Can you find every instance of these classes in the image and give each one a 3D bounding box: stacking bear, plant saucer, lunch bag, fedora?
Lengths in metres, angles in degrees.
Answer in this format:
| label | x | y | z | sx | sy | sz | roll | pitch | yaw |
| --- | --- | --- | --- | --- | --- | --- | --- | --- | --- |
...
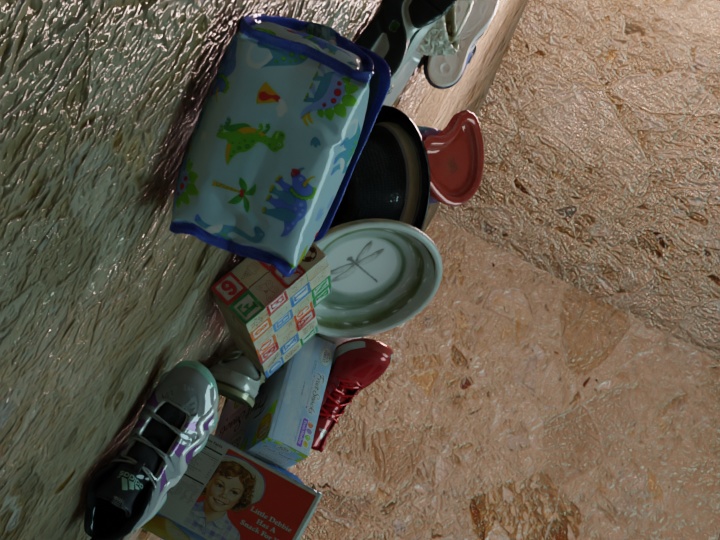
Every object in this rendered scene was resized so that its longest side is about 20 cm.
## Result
| label | x | y | z | sx | sy | sz | roll | pitch | yaw |
| --- | --- | --- | --- | --- | --- | --- | --- | --- | --- |
| stacking bear | 0.058 | -0.146 | 1.607 | 0.121 | 0.200 | 0.114 | -37 | 119 | -34 |
| plant saucer | 0.000 | 0.000 | 1.469 | 0.050 | 0.200 | 0.200 | -104 | -152 | -44 |
| lunch bag | -0.061 | -0.108 | 0.940 | 0.200 | 0.127 | 0.170 | -93 | -155 | -74 |
| fedora | 0.003 | -0.108 | 1.503 | 0.092 | 0.201 | 0.201 | -6 | 134 | -36 |

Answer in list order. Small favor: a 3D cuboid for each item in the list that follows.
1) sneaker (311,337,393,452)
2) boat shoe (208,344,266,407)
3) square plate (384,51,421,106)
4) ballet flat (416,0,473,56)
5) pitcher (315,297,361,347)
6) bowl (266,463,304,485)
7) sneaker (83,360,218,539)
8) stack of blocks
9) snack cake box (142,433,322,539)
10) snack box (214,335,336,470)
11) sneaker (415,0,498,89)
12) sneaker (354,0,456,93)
| label | x | y | z | sx | sy | sz | roll | pitch | yaw |
| --- | --- | --- | --- | --- | --- | --- | --- | --- | --- |
| sneaker | -0.027 | 0.175 | 1.557 | 0.200 | 0.078 | 0.116 | -43 | -149 | 46 |
| boat shoe | -0.153 | 0.125 | 1.469 | 0.068 | 0.075 | 0.200 | -63 | -175 | -7 |
| square plate | 0.057 | -0.299 | 1.582 | 0.200 | 0.028 | 0.198 | -58 | 173 | -39 |
| ballet flat | 0.109 | -0.348 | 1.444 | 0.200 | 0.072 | 0.072 | 96 | 19 | -44 |
| pitcher | -0.057 | 0.050 | 1.632 | 0.121 | 0.172 | 0.200 | -21 | 144 | -14 |
| bowl | -0.165 | 0.291 | 1.529 | 0.201 | 0.200 | 0.039 | 109 | -14 | -59 |
| sneaker | -0.210 | 0.189 | 1.161 | 0.200 | 0.078 | 0.140 | -64 | 175 | 13 |
| stack of blocks | -0.093 | 0.037 | 1.339 | 0.115 | 0.059 | 0.200 | -41 | 163 | -13 |
| snack cake box | -0.160 | 0.263 | 1.343 | 0.115 | 0.200 | 0.067 | -58 | 174 | -37 |
| snack box | -0.122 | 0.189 | 1.562 | 0.200 | 0.068 | 0.169 | -39 | -151 | 50 |
| sneaker | 0.158 | -0.387 | 1.906 | 0.146 | 0.081 | 0.200 | -79 | -168 | -79 |
| sneaker | 0.042 | -0.281 | 1.386 | 0.201 | 0.076 | 0.115 | -53 | -179 | -14 |
